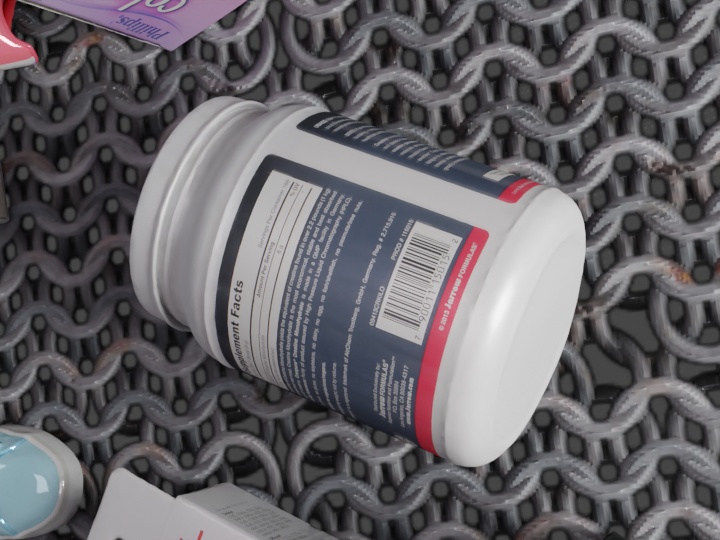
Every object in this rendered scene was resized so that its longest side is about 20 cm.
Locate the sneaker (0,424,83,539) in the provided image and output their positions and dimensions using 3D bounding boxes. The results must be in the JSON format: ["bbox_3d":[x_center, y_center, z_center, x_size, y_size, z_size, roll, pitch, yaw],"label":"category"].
[{"bbox_3d":[-0.267,0.128,0.797,0.198,0.082,0.075,1,90,22],"label":"sneaker"}]

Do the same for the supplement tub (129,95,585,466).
[{"bbox_3d":[0.000,0.000,0.661,0.199,0.140,0.142,21,96,21],"label":"supplement tub"}]

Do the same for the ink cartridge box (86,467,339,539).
[{"bbox_3d":[-0.058,0.194,0.718,0.199,0.068,0.117,24,97,21],"label":"ink cartridge box"}]

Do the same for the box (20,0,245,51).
[{"bbox_3d":[-0.150,-0.241,0.708,0.096,0.176,0.201,-29,78,19],"label":"box"}]

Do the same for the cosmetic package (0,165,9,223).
[{"bbox_3d":[-0.331,-0.045,0.817,0.198,0.105,0.072,-13,84,20],"label":"cosmetic package"}]

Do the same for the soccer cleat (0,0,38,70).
[{"bbox_3d":[-0.232,-0.220,0.811,0.076,0.067,0.202,3,84,-8],"label":"soccer cleat"}]

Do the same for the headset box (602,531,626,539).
[{"bbox_3d":[0.079,0.238,0.604,0.093,0.174,0.201,37,101,19],"label":"headset box"}]
